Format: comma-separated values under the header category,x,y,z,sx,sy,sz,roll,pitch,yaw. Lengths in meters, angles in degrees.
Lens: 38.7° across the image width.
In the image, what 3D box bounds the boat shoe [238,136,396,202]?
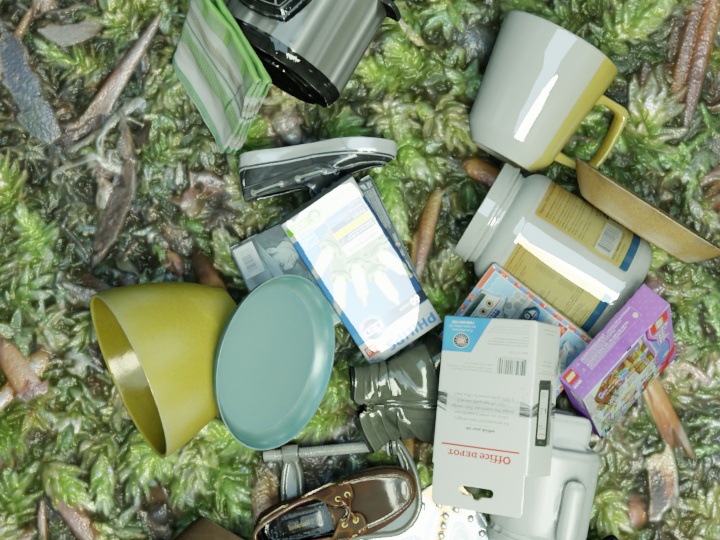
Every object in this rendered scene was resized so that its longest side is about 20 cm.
category,x,y,z,sx,sy,sz,roll,pitch,yaw
boat shoe,-0.051,-0.118,1.247,0.196,0.072,0.069,-7,83,4

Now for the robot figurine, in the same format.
category,x,y,z,sx,sy,sz,roll,pitch,yaw
robot figurine,0.206,0.258,1.160,0.111,0.170,0.204,11,91,-11

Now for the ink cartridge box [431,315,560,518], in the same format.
category,x,y,z,sx,sy,sz,roll,pitch,yaw
ink cartridge box,0.145,0.155,1.106,0.114,0.067,0.204,2,83,35

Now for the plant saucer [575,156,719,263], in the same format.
category,x,y,z,sx,sy,sz,roll,pitch,yaw
plant saucer,0.322,-0.062,1.175,0.199,0.200,0.036,33,103,4

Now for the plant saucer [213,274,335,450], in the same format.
category,x,y,z,sx,sy,sz,roll,pitch,yaw
plant saucer,-0.101,0.104,1.178,0.027,0.199,0.204,10,84,38

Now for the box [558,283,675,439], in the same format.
category,x,y,z,sx,sy,sz,roll,pitch,yaw
box,0.294,0.108,1.156,0.137,0.200,0.039,-46,62,-3

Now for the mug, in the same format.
category,x,y,z,sx,sy,sz,roll,pitch,yaw
mug,0.218,-0.194,1.214,0.185,0.149,0.155,30,95,10

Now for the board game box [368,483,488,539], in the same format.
category,x,y,z,sx,sy,sz,roll,pitch,yaw
board game box,0.083,0.379,1.226,0.198,0.026,0.202,-31,85,-1

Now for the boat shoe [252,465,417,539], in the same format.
category,x,y,z,sx,sy,sz,roll,pitch,yaw
boat shoe,-0.029,0.280,1.180,0.197,0.070,0.071,-22,82,4

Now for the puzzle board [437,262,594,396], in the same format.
category,x,y,z,sx,sy,sz,roll,pitch,yaw
puzzle board,0.161,0.107,1.190,0.150,0.017,0.201,37,126,5

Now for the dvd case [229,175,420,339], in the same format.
category,x,y,z,sx,sy,sz,roll,pitch,yaw
dvd case,-0.044,-0.006,1.263,0.198,0.022,0.148,-27,85,-2

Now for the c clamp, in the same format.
category,x,y,z,sx,sy,sz,roll,pitch,yaw
c clamp,-0.024,0.238,1.226,0.196,0.027,0.174,0,81,7

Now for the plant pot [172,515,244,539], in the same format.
category,x,y,z,sx,sy,sz,roll,pitch,yaw
plant pot,-0.194,0.393,1.171,0.185,0.187,0.202,28,72,4

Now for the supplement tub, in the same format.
category,x,y,z,sx,sy,sz,roll,pitch,yaw
supplement tub,0.221,-0.020,1.194,0.198,0.145,0.146,33,87,4

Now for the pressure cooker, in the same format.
category,x,y,z,sx,sy,sz,roll,pitch,yaw
pressure cooker,-0.058,-0.320,1.215,0.175,0.178,0.202,33,86,-25

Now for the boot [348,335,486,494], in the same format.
category,x,y,z,sx,sy,sz,roll,pitch,yaw
boot,0.064,0.184,1.195,0.129,0.068,0.203,-21,100,-4

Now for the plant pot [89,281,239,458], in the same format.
category,x,y,z,sx,sy,sz,roll,pitch,yaw
plant pot,-0.207,0.094,1.191,0.140,0.200,0.202,-24,84,-25

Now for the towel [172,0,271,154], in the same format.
category,x,y,z,sx,sy,sz,roll,pitch,yaw
towel,-0.170,-0.233,1.198,0.030,0.200,0.150,-31,85,-23

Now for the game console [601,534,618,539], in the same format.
category,x,y,z,sx,sy,sz,roll,pitch,yaw
game console,0.253,0.417,1.159,0.200,0.176,0.116,-43,66,-6

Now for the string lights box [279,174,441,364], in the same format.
category,x,y,z,sx,sy,sz,roll,pitch,yaw
string lights box,0.000,0.000,1.210,0.102,0.059,0.202,-33,100,-1
